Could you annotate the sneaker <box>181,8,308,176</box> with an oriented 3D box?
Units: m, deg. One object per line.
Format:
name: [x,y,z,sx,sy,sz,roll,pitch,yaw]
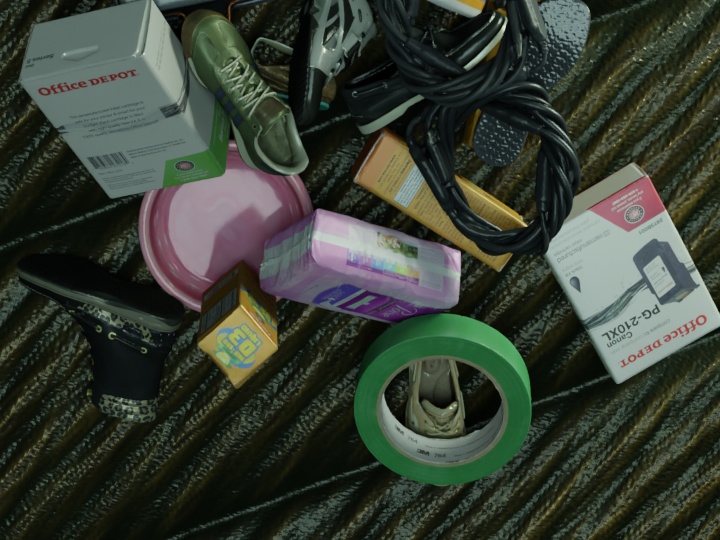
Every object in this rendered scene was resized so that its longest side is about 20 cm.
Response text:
sneaker: [-0.110,-0.180,1.578,0.067,0.090,0.201,-40,128,-20]

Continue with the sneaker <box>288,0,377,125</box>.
sneaker: [-0.025,-0.247,1.627,0.087,0.074,0.203,15,76,-18]

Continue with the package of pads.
package of pads: [0.000,0.000,1.661,0.198,0.120,0.077,15,68,-30]

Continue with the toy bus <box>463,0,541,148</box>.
toy bus: [0.164,-0.232,1.665,0.064,0.078,0.203,9,104,-4]

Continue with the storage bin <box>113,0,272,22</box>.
storage bin: [-0.176,-0.317,1.596,0.197,0.134,0.147,-11,105,1]

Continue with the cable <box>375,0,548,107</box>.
cable: [0.096,-0.271,1.545,0.161,0.051,0.202,-21,88,12]

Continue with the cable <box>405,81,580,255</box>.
cable: [0.152,-0.108,1.606,0.162,0.051,0.201,-29,100,17]

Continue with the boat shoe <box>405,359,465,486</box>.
boat shoe: [0.088,0.163,1.771,0.071,0.065,0.203,-4,105,-2]

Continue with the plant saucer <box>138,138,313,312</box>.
plant saucer: [-0.150,-0.051,1.710,0.198,0.051,0.203,-1,105,-2]

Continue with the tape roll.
tape roll: [0.092,0.146,1.698,0.198,0.048,0.203,2,120,3]

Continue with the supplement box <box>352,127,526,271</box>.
supplement box: [0.089,-0.081,1.700,0.199,0.067,0.069,30,101,-9]

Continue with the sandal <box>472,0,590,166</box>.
sandal: [0.176,-0.207,1.613,0.076,0.043,0.201,29,116,-3]

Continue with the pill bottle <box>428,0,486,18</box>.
pill bottle: [0.115,-0.381,1.606,0.111,0.112,0.202,21,103,-8]

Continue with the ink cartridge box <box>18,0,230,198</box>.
ink cartridge box: [-0.242,-0.177,1.586,0.144,0.085,0.201,-9,143,18]

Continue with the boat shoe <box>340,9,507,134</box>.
boat shoe: [0.062,-0.225,1.600,0.198,0.075,0.066,-31,112,24]

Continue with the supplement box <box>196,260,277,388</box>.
supplement box: [-0.129,0.053,1.609,0.069,0.200,0.067,-39,104,8]

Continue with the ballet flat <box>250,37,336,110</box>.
ballet flat: [-0.124,-0.221,1.665,0.197,0.068,0.073,4,84,-4]

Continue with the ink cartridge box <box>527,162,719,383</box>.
ink cartridge box: [0.303,0.004,1.731,0.144,0.084,0.201,-30,104,5]

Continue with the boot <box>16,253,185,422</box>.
boot: [-0.305,0.077,1.722,0.201,0.074,0.155,19,118,9]
